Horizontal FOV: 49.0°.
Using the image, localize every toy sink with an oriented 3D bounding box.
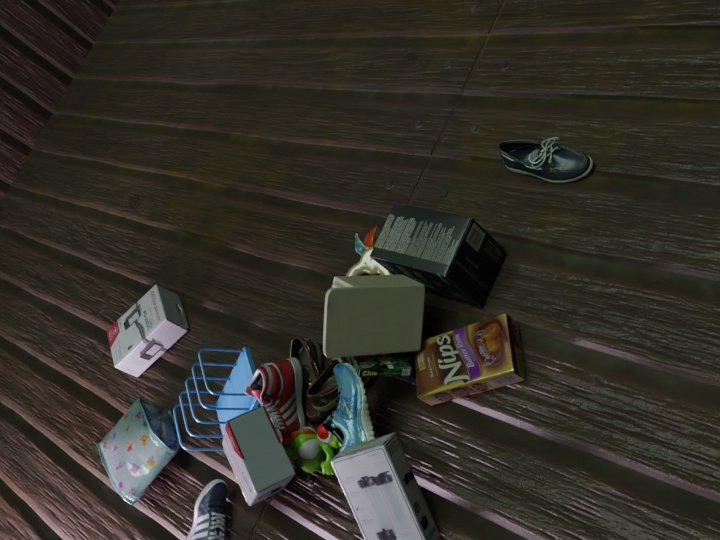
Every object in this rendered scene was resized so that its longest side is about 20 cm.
[{"bbox_3d":[0.007,0.082,1.486,0.112,0.199,0.131,-154,64,-62],"label":"toy sink"}]

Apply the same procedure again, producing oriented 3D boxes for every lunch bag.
[{"bbox_3d":[-0.506,0.423,1.838,0.170,0.122,0.200,-49,39,3],"label":"lunch bag"}]

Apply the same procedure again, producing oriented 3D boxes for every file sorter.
[{"bbox_3d":[-0.313,0.281,1.711,0.200,0.122,0.139,-60,38,32],"label":"file sorter"}]

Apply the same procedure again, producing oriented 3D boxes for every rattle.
[{"bbox_3d":[0.000,0.000,1.636,0.130,0.143,0.201,-2,86,41],"label":"rattle"}]

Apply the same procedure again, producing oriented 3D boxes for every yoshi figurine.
[{"bbox_3d":[-0.059,0.341,1.559,0.199,0.112,0.112,-20,93,12],"label":"yoshi figurine"}]

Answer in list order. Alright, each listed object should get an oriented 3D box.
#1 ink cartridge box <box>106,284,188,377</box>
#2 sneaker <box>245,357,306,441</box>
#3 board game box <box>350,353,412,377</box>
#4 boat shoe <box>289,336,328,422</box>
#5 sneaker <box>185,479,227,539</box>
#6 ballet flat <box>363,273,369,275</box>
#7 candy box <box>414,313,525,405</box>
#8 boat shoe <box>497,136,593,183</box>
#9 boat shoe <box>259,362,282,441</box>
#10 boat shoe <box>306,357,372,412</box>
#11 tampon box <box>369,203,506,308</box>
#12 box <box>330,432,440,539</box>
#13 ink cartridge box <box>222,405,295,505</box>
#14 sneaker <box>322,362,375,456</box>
[{"bbox_3d":[-0.559,0.155,2.069,0.200,0.083,0.145,-42,45,12],"label":"ink cartridge box"},{"bbox_3d":[-0.173,0.283,1.607,0.071,0.112,0.201,3,97,52],"label":"sneaker"},{"bbox_3d":[0.023,0.150,1.549,0.200,0.104,0.024,-122,38,-62],"label":"board game box"},{"bbox_3d":[-0.115,0.227,1.669,0.076,0.072,0.200,-34,48,19],"label":"boat shoe"},{"bbox_3d":[-0.303,0.542,1.630,0.108,0.070,0.201,12,80,48],"label":"sneaker"},{"bbox_3d":[0.027,-0.006,1.722,0.067,0.046,0.200,38,97,24],"label":"ballet flat"},{"bbox_3d":[0.199,0.167,1.461,0.200,0.056,0.117,-23,52,30],"label":"candy box"},{"bbox_3d":[0.362,-0.226,1.563,0.200,0.062,0.075,23,78,44],"label":"boat shoe"},{"bbox_3d":[-0.199,0.277,1.709,0.071,0.069,0.200,-34,48,19],"label":"boat shoe"},{"bbox_3d":[-0.028,0.198,1.591,0.200,0.072,0.072,-38,50,-9],"label":"boat shoe"},{"bbox_3d":[0.152,-0.032,1.554,0.200,0.150,0.127,17,76,44],"label":"tampon box"},{"bbox_3d":[0.044,0.394,1.366,0.116,0.060,0.201,-25,90,27],"label":"box"},{"bbox_3d":[-0.203,0.364,1.540,0.083,0.200,0.146,-22,74,-20],"label":"ink cartridge box"},{"bbox_3d":[-0.029,0.262,1.469,0.090,0.079,0.201,-9,56,-7],"label":"sneaker"}]
